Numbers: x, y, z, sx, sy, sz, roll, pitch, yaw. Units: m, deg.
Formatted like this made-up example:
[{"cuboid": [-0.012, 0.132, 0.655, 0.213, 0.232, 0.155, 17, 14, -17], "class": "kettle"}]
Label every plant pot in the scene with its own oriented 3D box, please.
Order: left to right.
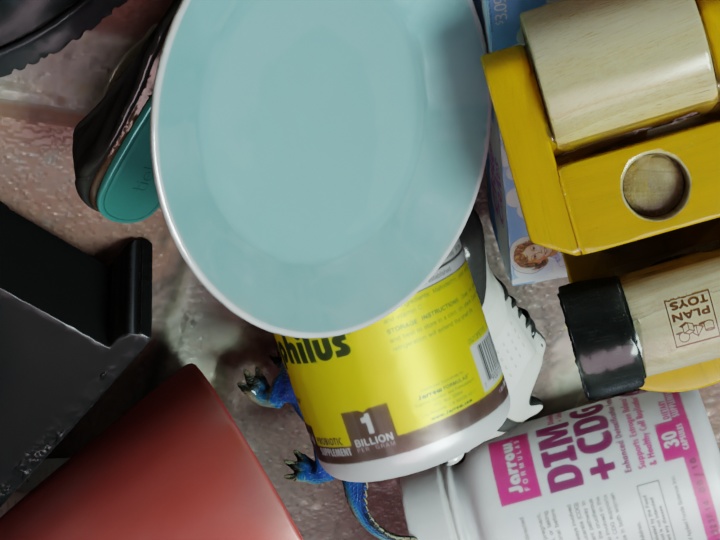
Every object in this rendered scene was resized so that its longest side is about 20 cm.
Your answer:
[{"cuboid": [-0.124, 0.182, 0.953, 0.177, 0.201, 0.201, -31, 133, -9], "class": "plant pot"}]

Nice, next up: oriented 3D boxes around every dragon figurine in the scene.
[{"cuboid": [-0.006, 0.082, 0.962, 0.099, 0.059, 0.201, -21, 99, 46], "class": "dragon figurine"}]

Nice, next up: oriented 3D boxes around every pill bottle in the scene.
[{"cuboid": [0.000, 0.000, 0.853, 0.109, 0.109, 0.201, -18, 99, 8], "class": "pill bottle"}, {"cuboid": [0.133, 0.149, 1.052, 0.199, 0.114, 0.114, -17, 133, 7], "class": "pill bottle"}]

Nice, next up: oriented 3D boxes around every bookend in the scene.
[{"cuboid": [-0.251, 0.030, 0.900, 0.199, 0.092, 0.199, 31, 117, -26], "class": "bookend"}]

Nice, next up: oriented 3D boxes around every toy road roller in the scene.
[{"cuboid": [0.140, -0.039, 0.804, 0.122, 0.146, 0.201, -16, 96, 6], "class": "toy road roller"}]

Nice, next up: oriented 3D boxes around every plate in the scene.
[{"cuboid": [-0.018, -0.070, 0.750, 0.199, 0.025, 0.202, -9, 104, -40], "class": "plate"}]

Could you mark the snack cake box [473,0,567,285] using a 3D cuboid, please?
[{"cuboid": [0.121, -0.092, 0.859, 0.114, 0.067, 0.201, -11, 133, -1], "class": "snack cake box"}]

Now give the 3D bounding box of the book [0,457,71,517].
[{"cuboid": [-0.273, 0.172, 1.049, 0.198, 0.048, 0.134, -1, 139, -10], "class": "book"}]

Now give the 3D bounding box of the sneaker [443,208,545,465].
[{"cuboid": [0.067, 0.028, 0.972, 0.080, 0.074, 0.201, -20, 138, -12], "class": "sneaker"}]

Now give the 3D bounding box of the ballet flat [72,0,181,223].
[{"cuboid": [-0.083, -0.112, 0.802, 0.068, 0.069, 0.200, 20, 123, -45], "class": "ballet flat"}]

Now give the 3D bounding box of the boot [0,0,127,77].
[{"cuboid": [-0.146, -0.191, 0.725, 0.197, 0.074, 0.163, -29, 133, 8], "class": "boot"}]
